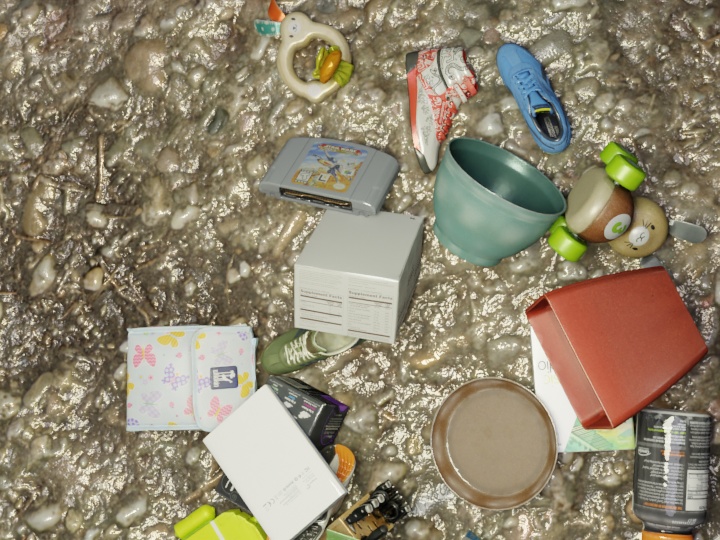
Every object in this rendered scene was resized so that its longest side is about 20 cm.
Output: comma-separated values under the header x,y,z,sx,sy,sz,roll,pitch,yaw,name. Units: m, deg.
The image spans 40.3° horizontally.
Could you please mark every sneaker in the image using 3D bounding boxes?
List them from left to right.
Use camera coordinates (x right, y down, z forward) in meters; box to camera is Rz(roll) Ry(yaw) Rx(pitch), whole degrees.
x,y,z,sx,sy,sz,roll,pitch,yaw,name
-0.075,0.112,1.550,0.200,0.090,0.067,-20,82,8,sneaker
-0.068,0.368,1.495,0.076,0.092,0.200,27,61,21,sneaker
0.134,-0.259,1.560,0.108,0.067,0.202,-7,81,12,sneaker
0.272,-0.277,1.533,0.066,0.078,0.200,-26,79,9,sneaker

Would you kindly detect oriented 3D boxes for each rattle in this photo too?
x,y,z,sx,sy,sz,roll,pitch,yaw,name
-0.108,-0.372,1.582,0.130,0.143,0.200,-37,85,24,rattle

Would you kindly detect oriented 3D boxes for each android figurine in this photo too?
x,y,z,sx,sy,sz,roll,pitch,yaw,name
-0.221,0.464,1.568,0.200,0.041,0.182,-37,79,5,android figurine

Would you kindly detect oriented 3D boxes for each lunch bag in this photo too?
x,y,z,sx,sy,sz,roll,pitch,yaw,name
-0.265,0.169,1.563,0.200,0.127,0.170,0,87,3,lunch bag

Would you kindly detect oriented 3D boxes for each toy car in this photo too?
x,y,z,sx,sy,sz,roll,pitch,yaw,name
0.406,-0.064,1.461,0.200,0.158,0.164,33,111,-5,toy car

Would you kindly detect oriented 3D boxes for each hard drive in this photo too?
x,y,z,sx,sy,sz,roll,pitch,yaw,name
-0.127,0.287,1.442,0.132,0.025,0.200,-42,70,7,hard drive

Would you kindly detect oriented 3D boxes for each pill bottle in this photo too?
x,y,z,sx,sy,sz,roll,pitch,yaw,name
0.452,0.305,1.430,0.106,0.106,0.200,4,85,10,pill bottle

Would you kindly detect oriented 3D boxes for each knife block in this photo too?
x,y,z,sx,sy,sz,roll,pitch,yaw,name
-0.012,0.393,1.468,0.200,0.176,0.064,-40,79,5,knife block

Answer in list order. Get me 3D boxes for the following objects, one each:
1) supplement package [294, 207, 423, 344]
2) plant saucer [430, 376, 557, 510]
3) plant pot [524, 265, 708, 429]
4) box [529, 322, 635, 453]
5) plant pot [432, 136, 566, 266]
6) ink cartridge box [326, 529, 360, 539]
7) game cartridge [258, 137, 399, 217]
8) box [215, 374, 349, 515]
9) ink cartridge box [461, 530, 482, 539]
x,y,z,sx,sy,sz,roll,pitch,yaw,name
0.000,0.000,1.480,0.156,0.200,0.111,9,121,10,supplement package
0.205,0.263,1.498,0.200,0.032,0.201,-1,86,23,plant saucer
0.368,0.097,1.394,0.176,0.200,0.200,-26,81,-3,plant pot
0.338,0.176,1.498,0.144,0.036,0.200,-5,85,10,box
0.190,-0.092,1.486,0.200,0.200,0.134,36,119,11,plant pot
-0.015,0.472,1.456,0.104,0.200,0.059,17,48,12,ink cartridge box
-0.047,-0.154,1.561,0.200,0.042,0.133,12,53,17,game cartridge
-0.119,0.275,1.521,0.106,0.122,0.200,25,89,21,box
0.220,0.480,1.450,0.200,0.115,0.068,35,92,11,ink cartridge box
